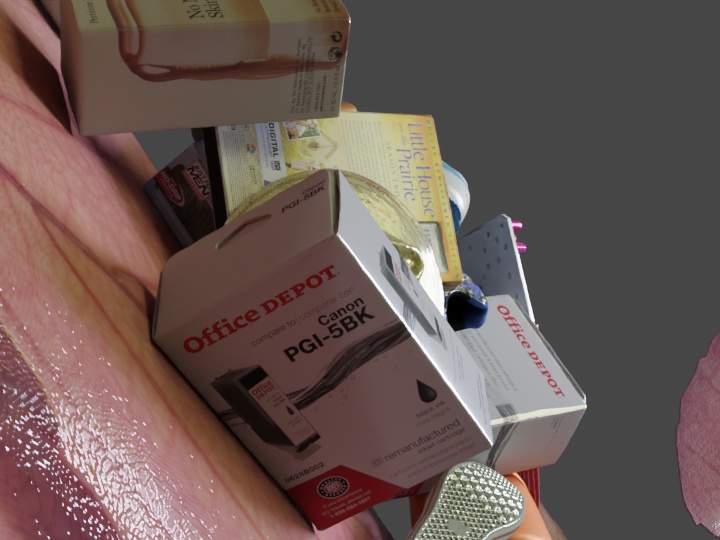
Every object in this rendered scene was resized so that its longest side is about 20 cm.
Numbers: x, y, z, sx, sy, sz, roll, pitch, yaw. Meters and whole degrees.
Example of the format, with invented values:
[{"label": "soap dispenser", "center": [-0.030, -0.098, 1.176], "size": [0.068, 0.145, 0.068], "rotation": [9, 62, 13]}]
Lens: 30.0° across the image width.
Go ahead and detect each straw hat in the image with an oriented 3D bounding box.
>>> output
[{"label": "straw hat", "center": [-0.004, 0.009, 0.963], "size": [0.202, 0.200, 0.085], "rotation": [56, -30, -5]}]

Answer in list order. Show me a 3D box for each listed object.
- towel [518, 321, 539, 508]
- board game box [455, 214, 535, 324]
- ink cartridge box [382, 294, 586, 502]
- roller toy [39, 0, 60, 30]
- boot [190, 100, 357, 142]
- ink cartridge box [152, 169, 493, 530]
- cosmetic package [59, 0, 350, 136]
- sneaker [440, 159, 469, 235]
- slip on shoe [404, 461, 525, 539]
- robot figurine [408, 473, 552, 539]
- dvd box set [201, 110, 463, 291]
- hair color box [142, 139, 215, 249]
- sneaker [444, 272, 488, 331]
[{"label": "towel", "center": [0.116, 0.149, 1.284], "size": [0.023, 0.143, 0.204], "rotation": [-1, 90, -42]}, {"label": "board game box", "center": [0.108, 0.073, 1.334], "size": [0.026, 0.199, 0.203], "rotation": [1, 70, -38]}, {"label": "ink cartridge box", "center": [0.073, 0.106, 1.156], "size": [0.197, 0.083, 0.147], "rotation": [-6, 45, -31]}, {"label": "roller toy", "center": [-0.196, -0.260, 1.157], "size": [0.201, 0.139, 0.183], "rotation": [56, 7, -15]}, {"label": "boot", "center": [-0.058, -0.150, 1.360], "size": [0.154, 0.199, 0.078], "rotation": [-4, 87, -41]}, {"label": "ink cartridge box", "center": [-0.023, 0.057, 0.886], "size": [0.201, 0.146, 0.083], "rotation": [52, 19, -29]}, {"label": "cosmetic package", "center": [-0.117, -0.166, 0.988], "size": [0.104, 0.197, 0.088], "rotation": [-120, -151, -46]}, {"label": "sneaker", "center": [0.007, -0.093, 1.235], "size": [0.198, 0.077, 0.081], "rotation": [30, 30, 1]}, {"label": "slip on shoe", "center": [0.072, 0.208, 1.038], "size": [0.074, 0.062, 0.200], "rotation": [35, 29, 9]}, {"label": "robot figurine", "center": [0.106, 0.237, 1.162], "size": [0.201, 0.141, 0.118], "rotation": [-111, -156, -62]}, {"label": "dvd box set", "center": [-0.021, -0.054, 1.045], "size": [0.029, 0.197, 0.149], "rotation": [-35, -119, 57]}, {"label": "hair color box", "center": [-0.089, -0.064, 1.122], "size": [0.100, 0.060, 0.200], "rotation": [56, 24, 0]}, {"label": "sneaker", "center": [0.032, 0.041, 1.080], "size": [0.078, 0.199, 0.076], "rotation": [32, -48, 29]}]
